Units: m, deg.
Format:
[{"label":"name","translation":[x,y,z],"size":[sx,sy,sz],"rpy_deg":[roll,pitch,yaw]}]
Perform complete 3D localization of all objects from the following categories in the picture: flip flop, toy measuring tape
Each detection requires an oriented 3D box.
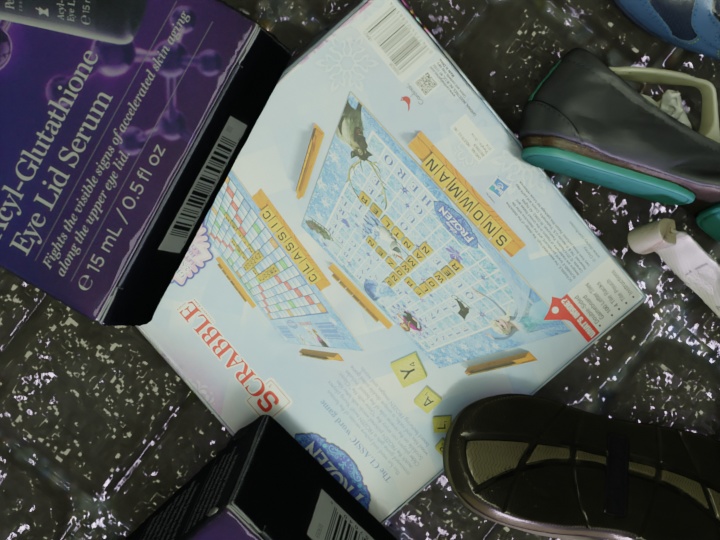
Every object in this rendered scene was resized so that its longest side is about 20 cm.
[{"label":"flip flop","translation":[0.122,0.115,1.002],"size":[0.199,0.057,0.082],"rpy_deg":[18,65,-23]},{"label":"toy measuring tape","translation":[0.190,0.063,0.984],"size":[0.074,0.074,0.200],"rpy_deg":[-44,110,4]}]

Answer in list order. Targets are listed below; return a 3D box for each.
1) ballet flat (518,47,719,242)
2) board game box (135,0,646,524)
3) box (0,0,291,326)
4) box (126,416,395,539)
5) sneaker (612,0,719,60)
[{"label":"ballet flat","translation":[0.169,-0.052,0.974],"size":[0.199,0.073,0.074],"rpy_deg":[22,97,-18]},{"label":"board game box","translation":[0.000,0.000,0.990],"size":[0.199,0.041,0.200],"rpy_deg":[-40,99,4]},{"label":"box","translation":[-0.153,-0.086,0.914],"size":[0.199,0.104,0.149],"rpy_deg":[28,92,6]},{"label":"box","translation":[-0.068,0.195,0.957],"size":[0.148,0.104,0.200],"rpy_deg":[43,108,-8]},{"label":"sneaker","translation":[0.212,-0.119,0.964],"size":[0.198,0.082,0.075],"rpy_deg":[21,98,-4]}]
